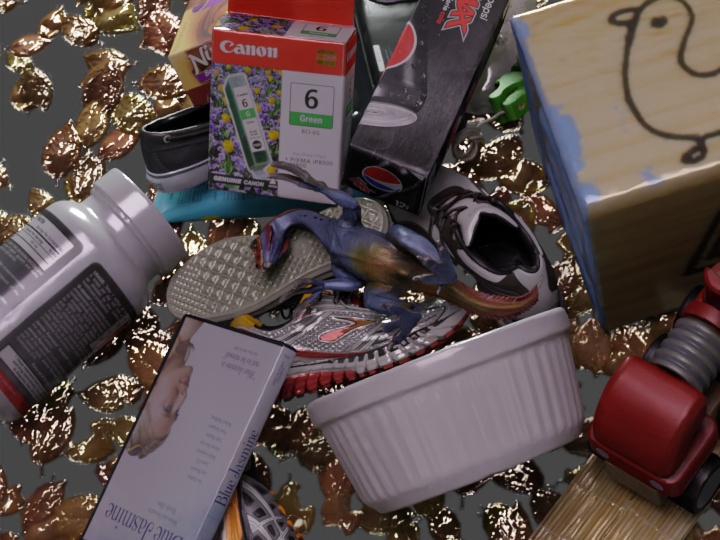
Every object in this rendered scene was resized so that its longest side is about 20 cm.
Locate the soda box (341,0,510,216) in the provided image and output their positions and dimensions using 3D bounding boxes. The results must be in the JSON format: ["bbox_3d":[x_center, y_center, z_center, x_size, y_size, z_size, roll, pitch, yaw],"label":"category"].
[{"bbox_3d":[0.054,-0.148,1.539,0.071,0.063,0.200,22,62,4],"label":"soda box"}]

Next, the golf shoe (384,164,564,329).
[{"bbox_3d":[0.089,-0.039,1.534,0.078,0.095,0.200,-37,60,-17],"label":"golf shoe"}]

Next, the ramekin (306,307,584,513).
[{"bbox_3d":[0.070,0.104,1.408,0.202,0.202,0.095,-22,86,0],"label":"ramekin"}]

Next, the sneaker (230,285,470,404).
[{"bbox_3d":[-0.009,0.044,1.507,0.199,0.078,0.082,-16,90,2],"label":"sneaker"}]

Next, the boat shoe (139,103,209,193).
[{"bbox_3d":[-0.095,-0.133,1.627,0.200,0.057,0.069,-32,35,-21],"label":"boat shoe"}]

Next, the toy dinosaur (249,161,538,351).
[{"bbox_3d":[0.000,0.000,1.485,0.105,0.200,0.181,-64,30,5],"label":"toy dinosaur"}]

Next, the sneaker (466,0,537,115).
[{"bbox_3d":[0.119,-0.231,1.639,0.075,0.089,0.201,17,73,18],"label":"sneaker"}]

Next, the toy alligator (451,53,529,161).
[{"bbox_3d":[0.139,-0.155,1.606,0.200,0.059,0.054,-35,29,-18],"label":"toy alligator"}]

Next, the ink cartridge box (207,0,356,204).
[{"bbox_3d":[-0.061,-0.157,1.523,0.109,0.201,0.050,7,25,8],"label":"ink cartridge box"}]

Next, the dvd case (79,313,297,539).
[{"bbox_3d":[-0.133,0.135,1.472,0.142,0.018,0.201,13,76,52],"label":"dvd case"}]

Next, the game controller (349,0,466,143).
[{"bbox_3d":[0.024,-0.172,1.631,0.104,0.042,0.200,-2,47,-11],"label":"game controller"}]

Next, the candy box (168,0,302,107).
[{"bbox_3d":[-0.084,-0.222,1.641,0.116,0.057,0.200,-17,31,18],"label":"candy box"}]

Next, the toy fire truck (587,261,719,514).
[{"bbox_3d":[0.247,0.062,1.366,0.128,0.200,0.176,31,71,27],"label":"toy fire truck"}]

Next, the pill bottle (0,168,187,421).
[{"bbox_3d":[-0.244,0.017,1.569,0.200,0.116,0.116,-41,61,-11],"label":"pill bottle"}]

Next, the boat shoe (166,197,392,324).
[{"bbox_3d":[-0.061,0.001,1.570,0.199,0.062,0.075,-21,62,12],"label":"boat shoe"}]

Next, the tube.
[{"bbox_3d":[-0.079,-0.072,1.624,0.199,0.050,0.078,0,51,18],"label":"tube"}]

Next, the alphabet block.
[{"bbox_3d":[0.243,-0.099,1.478,0.199,0.197,0.196,-18,61,2],"label":"alphabet block"}]

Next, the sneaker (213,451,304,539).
[{"bbox_3d":[-0.074,0.212,1.454,0.077,0.078,0.200,1,51,-20],"label":"sneaker"}]

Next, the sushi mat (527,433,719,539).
[{"bbox_3d":[0.220,0.149,1.449,0.096,0.012,0.200,31,71,27],"label":"sushi mat"}]
